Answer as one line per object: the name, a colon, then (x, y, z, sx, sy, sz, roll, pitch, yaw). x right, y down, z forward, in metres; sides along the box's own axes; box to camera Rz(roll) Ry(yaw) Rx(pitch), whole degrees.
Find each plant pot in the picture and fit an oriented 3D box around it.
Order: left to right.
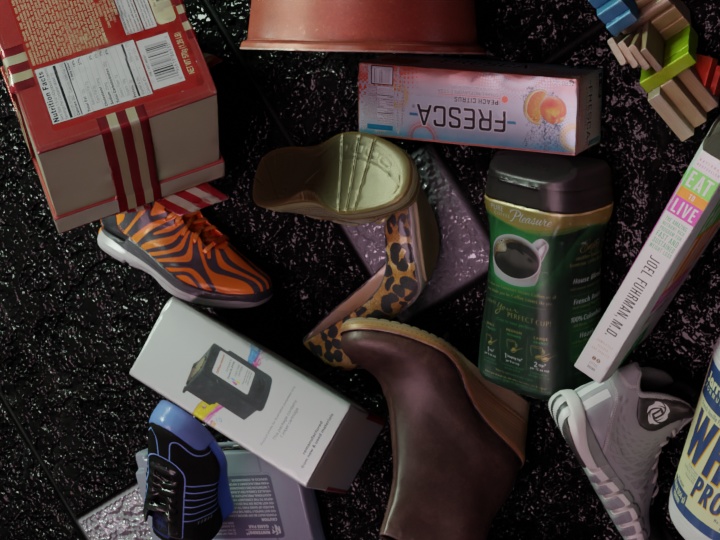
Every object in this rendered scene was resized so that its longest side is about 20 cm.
plant pot: (0.004, -0.273, 1.188, 0.199, 0.200, 0.198, 6, 100, 26)

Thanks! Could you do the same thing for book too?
book: (0.241, -0.018, 1.163, 0.048, 0.133, 0.201, 33, 118, 14)

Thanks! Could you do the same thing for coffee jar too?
coffee jar: (0.154, -0.001, 1.238, 0.104, 0.085, 0.202, 18, 114, 42)

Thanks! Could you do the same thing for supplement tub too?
supplement tub: (0.331, 0.123, 1.151, 0.144, 0.145, 0.202, 20, 114, 21)

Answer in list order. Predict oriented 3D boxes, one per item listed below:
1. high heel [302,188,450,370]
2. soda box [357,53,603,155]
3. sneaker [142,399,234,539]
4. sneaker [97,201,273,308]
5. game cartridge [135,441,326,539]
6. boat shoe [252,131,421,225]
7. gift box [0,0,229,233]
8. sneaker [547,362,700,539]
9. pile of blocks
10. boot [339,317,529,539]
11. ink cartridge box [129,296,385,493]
high heel: (0.000, 0.000, 1.329, 0.141, 0.071, 0.202, 0, 114, 21)
soda box: (0.098, -0.140, 1.239, 0.198, 0.068, 0.064, 9, 109, 26)
sneaker: (-0.168, 0.203, 1.387, 0.070, 0.078, 0.201, 23, 148, 26)
sneaker: (-0.164, -0.044, 1.402, 0.199, 0.077, 0.113, 23, 116, 20)
game cartridge: (-0.129, 0.239, 1.495, 0.198, 0.041, 0.135, -6, 99, 29)
boat shoe: (-0.012, -0.073, 1.288, 0.200, 0.063, 0.074, -3, 73, 48)
gift box: (-0.205, -0.150, 1.301, 0.198, 0.187, 0.186, -15, 71, -11)
sneaker: (0.242, 0.151, 1.233, 0.115, 0.075, 0.201, -31, 129, 4)
pile of blocks: (0.223, -0.203, 1.146, 0.062, 0.082, 0.201, -32, 88, 32)
boot: (0.048, 0.148, 1.272, 0.199, 0.168, 0.072, 29, 156, -13)
ink cartridge box: (-0.092, 0.116, 1.364, 0.199, 0.146, 0.083, 30, 88, 17)
